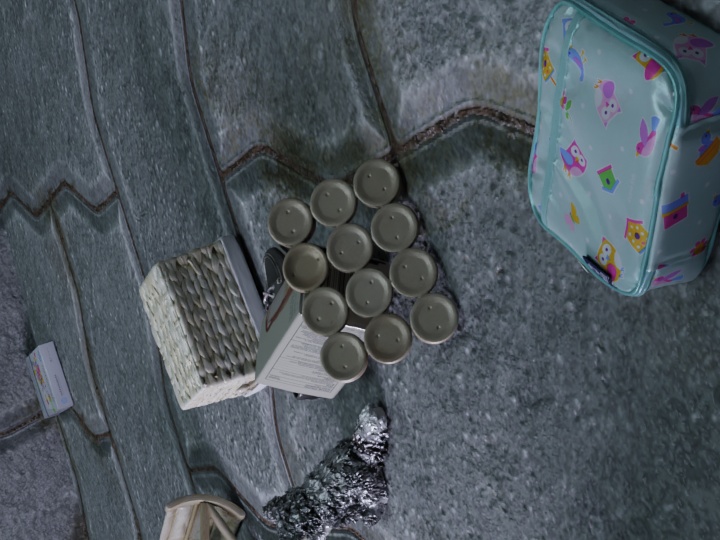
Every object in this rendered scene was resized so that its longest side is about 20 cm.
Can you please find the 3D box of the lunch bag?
[{"bbox_3d":[0.186,-0.090,0.901,0.160,0.076,0.202,46,143,43],"label":"lunch bag"}]

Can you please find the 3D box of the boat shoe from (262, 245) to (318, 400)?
[{"bbox_3d":[-0.087,0.064,1.559,0.202,0.056,0.067,66,153,14],"label":"boat shoe"}]

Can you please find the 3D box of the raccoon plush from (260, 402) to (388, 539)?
[{"bbox_3d":[-0.046,0.242,1.494,0.097,0.133,0.202,43,141,47],"label":"raccoon plush"}]

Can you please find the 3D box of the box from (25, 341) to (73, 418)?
[{"bbox_3d":[-0.739,0.262,2.991,0.200,0.041,0.158,-27,81,63],"label":"box"}]

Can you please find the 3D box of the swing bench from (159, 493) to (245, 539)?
[{"bbox_3d":[-0.241,0.484,2.042,0.200,0.128,0.202,113,139,-54],"label":"swing bench"}]

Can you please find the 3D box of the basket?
[{"bbox_3d":[-0.207,0.075,1.711,0.136,0.122,0.202,-42,66,61],"label":"basket"}]

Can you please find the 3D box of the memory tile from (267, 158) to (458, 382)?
[{"bbox_3d":[0.000,0.000,1.271,0.202,0.152,0.017,68,-170,11],"label":"memory tile"}]

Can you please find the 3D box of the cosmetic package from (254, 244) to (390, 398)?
[{"bbox_3d":[-0.044,0.060,1.398,0.200,0.102,0.088,127,152,-57],"label":"cosmetic package"}]
